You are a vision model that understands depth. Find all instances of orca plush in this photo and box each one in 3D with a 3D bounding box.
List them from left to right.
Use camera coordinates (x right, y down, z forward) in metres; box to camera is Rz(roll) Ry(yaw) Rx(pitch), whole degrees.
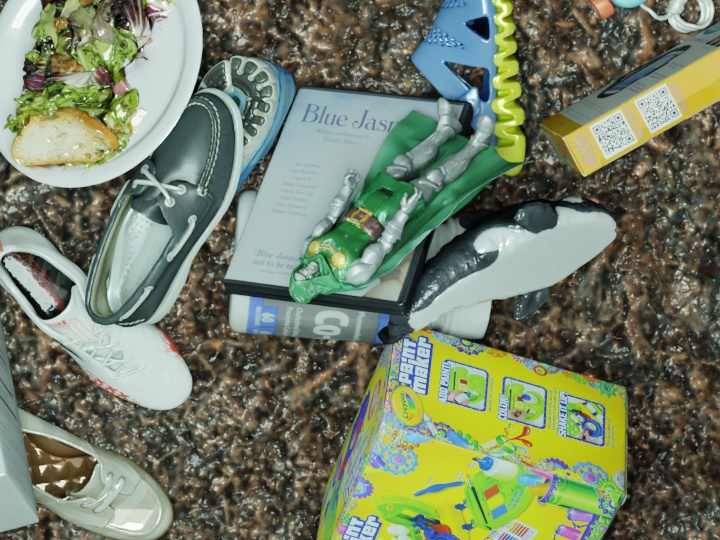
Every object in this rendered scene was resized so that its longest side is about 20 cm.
[{"bbox_3d":[0.093,-0.010,1.603,0.200,0.071,0.105,-35,138,-5],"label":"orca plush"}]

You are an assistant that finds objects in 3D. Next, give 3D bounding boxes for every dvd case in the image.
[{"bbox_3d":[-0.007,-0.057,1.595,0.143,0.018,0.200,7,54,18],"label":"dvd case"}]

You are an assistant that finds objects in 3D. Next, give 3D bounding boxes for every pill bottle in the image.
[{"bbox_3d":[0.000,0.000,1.661,0.200,0.114,0.114,4,98,-4],"label":"pill bottle"}]

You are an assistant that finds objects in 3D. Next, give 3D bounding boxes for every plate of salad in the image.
[{"bbox_3d":[-0.212,-0.162,1.610,0.200,0.048,0.200,-7,74,26],"label":"plate of salad"}]

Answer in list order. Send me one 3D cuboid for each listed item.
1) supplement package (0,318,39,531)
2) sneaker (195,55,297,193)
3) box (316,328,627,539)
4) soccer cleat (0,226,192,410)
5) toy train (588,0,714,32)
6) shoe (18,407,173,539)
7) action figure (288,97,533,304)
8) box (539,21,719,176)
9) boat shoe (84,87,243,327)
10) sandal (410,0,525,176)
[{"bbox_3d":[-0.325,0.097,1.611,0.114,0.110,0.200,-14,64,-1],"label":"supplement package"},{"bbox_3d":[-0.109,-0.081,1.658,0.078,0.090,0.200,45,115,14],"label":"sneaker"},{"bbox_3d":[0.083,0.172,1.646,0.192,0.122,0.200,17,130,-7],"label":"box"},{"bbox_3d":[-0.215,0.042,1.667,0.200,0.085,0.069,44,93,-9],"label":"soccer cleat"},{"bbox_3d":[0.239,-0.289,1.662,0.150,0.056,0.200,6,98,-4],"label":"toy train"},{"bbox_3d":[-0.241,0.163,1.700,0.200,0.053,0.070,30,96,-8],"label":"shoe"},{"bbox_3d":[0.018,-0.044,1.534,0.200,0.118,0.055,-46,137,-25],"label":"action figure"},{"bbox_3d":[0.242,-0.143,1.652,0.200,0.119,0.041,-28,100,1],"label":"box"},{"bbox_3d":[-0.149,-0.044,1.597,0.076,0.060,0.200,28,108,26],"label":"boat shoe"},{"bbox_3d":[0.080,-0.170,1.661,0.087,0.079,0.200,-5,98,1],"label":"sandal"}]
